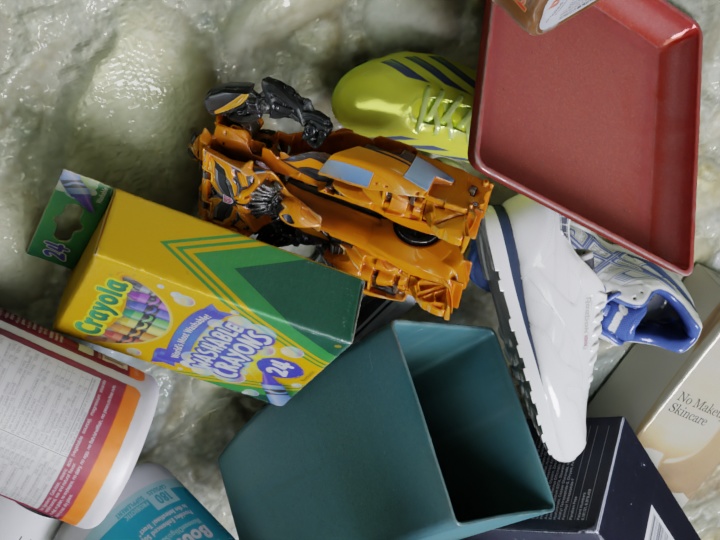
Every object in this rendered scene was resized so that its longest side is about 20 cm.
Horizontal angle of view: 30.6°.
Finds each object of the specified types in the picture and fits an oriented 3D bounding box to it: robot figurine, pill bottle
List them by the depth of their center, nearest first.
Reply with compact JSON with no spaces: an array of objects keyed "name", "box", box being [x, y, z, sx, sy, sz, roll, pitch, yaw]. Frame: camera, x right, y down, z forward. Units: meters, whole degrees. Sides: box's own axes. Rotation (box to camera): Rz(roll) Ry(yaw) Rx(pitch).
[{"name":"robot figurine","box":[-0.022,-0.044,0.836,0.199,0.058,0.145,19,141,9]},{"name":"pill bottle","box":[-0.240,0.080,0.841,0.199,0.110,0.110,26,111,-14]},{"name":"pill bottle","box":[-0.116,0.236,0.911,0.111,0.200,0.111,-41,158,-21]}]

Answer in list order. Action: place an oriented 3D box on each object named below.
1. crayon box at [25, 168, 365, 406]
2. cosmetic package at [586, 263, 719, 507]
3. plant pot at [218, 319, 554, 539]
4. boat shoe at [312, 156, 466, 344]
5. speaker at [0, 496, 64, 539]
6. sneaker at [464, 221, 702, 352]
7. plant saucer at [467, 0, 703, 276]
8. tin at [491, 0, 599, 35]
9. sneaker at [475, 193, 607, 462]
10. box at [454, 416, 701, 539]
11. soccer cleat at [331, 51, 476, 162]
[{"name":"crayon box","box":[-0.114,0.017,0.842,0.199,0.052,0.126,21,149,-15]},{"name":"cosmetic package","box":[0.272,0.105,1.104,0.105,0.071,0.200,21,112,-30]},{"name":"plant pot","box":[0.004,0.140,0.950,0.200,0.142,0.141,-27,161,30]},{"name":"boat shoe","box":[0.000,0.000,0.927,0.071,0.072,0.200,21,114,-36]},{"name":"speaker","box":[-0.278,0.224,0.963,0.081,0.081,0.200,23,111,-32]},{"name":"sneaker","box":[0.176,0.011,0.995,0.199,0.088,0.075,10,119,-25]},{"name":"plant saucer","box":[0.146,-0.115,0.867,0.200,0.200,0.037,24,153,-33]},{"name":"tin","box":[0.157,-0.208,0.802,0.200,0.042,0.112,-35,165,-39]},{"name":"sneaker","box":[0.141,0.040,0.936,0.080,0.076,0.201,-16,104,-6]},{"name":"box","box":[0.153,0.214,1.054,0.182,0.104,0.200,-6,137,34]},{"name":"soccer cleat","box":[0.078,-0.099,0.884,0.199,0.084,0.065,9,114,-27]}]
